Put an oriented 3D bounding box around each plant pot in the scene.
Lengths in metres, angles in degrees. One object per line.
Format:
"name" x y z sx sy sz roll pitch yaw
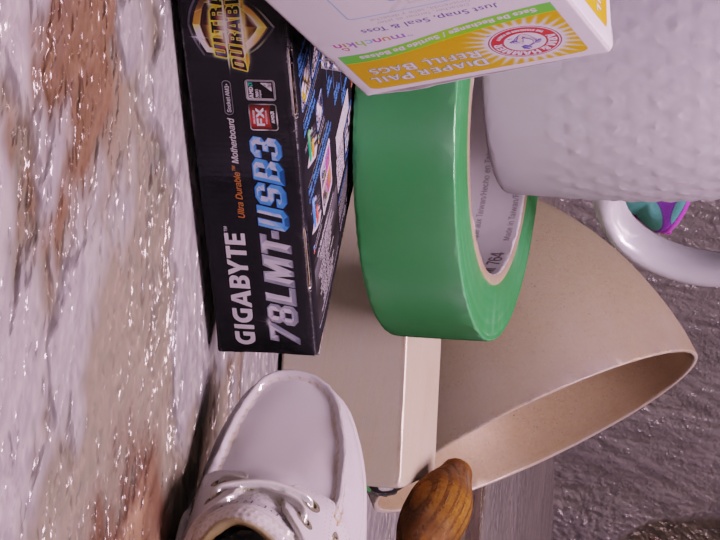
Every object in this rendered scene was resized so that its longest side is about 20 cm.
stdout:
"plant pot" 0.071 0.032 1.562 0.200 0.199 0.135 61 5 -77

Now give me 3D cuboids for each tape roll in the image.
"tape roll" 0.043 -0.069 1.267 0.200 0.048 0.202 3 90 -75

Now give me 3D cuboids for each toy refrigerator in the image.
"toy refrigerator" 0.000 0.000 1.350 0.076 0.069 0.202 -8 101 -76

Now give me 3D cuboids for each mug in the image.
"mug" 0.156 -0.082 1.258 0.148 0.174 0.201 -65 154 -55

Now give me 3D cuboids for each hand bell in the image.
"hand bell" 0.019 0.144 1.280 0.200 0.103 0.105 -55 149 -59

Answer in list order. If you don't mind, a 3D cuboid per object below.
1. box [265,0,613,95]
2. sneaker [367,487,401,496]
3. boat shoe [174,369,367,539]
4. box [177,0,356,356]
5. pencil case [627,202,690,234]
"box" 0.010 -0.153 0.975 0.200 0.101 0.113 39 45 -60
"sneaker" 0.019 0.021 1.433 0.078 0.085 0.201 -60 153 -75
"boat shoe" -0.038 0.111 1.070 0.070 0.070 0.201 87 10 -51
"box" -0.029 -0.104 1.141 0.201 0.049 0.199 -79 168 -46
"pencil case" 0.099 -0.088 1.565 0.085 0.199 0.093 -77 -172 -52
